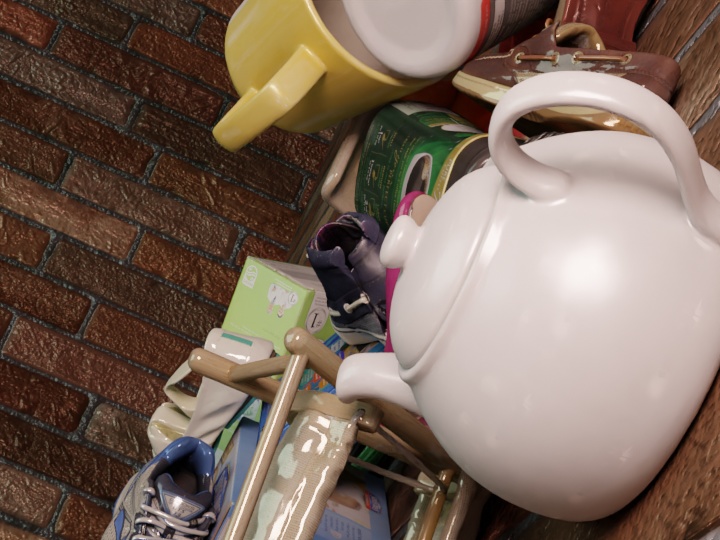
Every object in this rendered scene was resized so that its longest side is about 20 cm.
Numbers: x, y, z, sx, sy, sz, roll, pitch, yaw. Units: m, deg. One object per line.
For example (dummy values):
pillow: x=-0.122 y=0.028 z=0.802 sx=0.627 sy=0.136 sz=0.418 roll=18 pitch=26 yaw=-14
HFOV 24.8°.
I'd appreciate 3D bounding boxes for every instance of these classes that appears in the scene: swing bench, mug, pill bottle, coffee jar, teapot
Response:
swing bench: x=-0.023 y=0.168 z=0.914 sx=0.130 sy=0.200 sz=0.199 roll=-13 pitch=52 yaw=55
mug: x=-0.039 y=-0.173 z=1.209 sx=0.153 sy=0.186 sz=0.150 roll=-28 pitch=77 yaw=49
pill bottle: x=0.088 y=-0.220 z=1.148 sx=0.200 sy=0.116 sz=0.116 roll=-34 pitch=-17 yaw=-41
coffee jar: x=0.069 y=-0.052 z=1.124 sx=0.200 sy=0.085 sz=0.105 roll=-143 pitch=64 yaw=-65
teapot: x=0.080 y=0.010 z=0.764 sx=0.197 sy=0.146 sz=0.201 roll=-116 pitch=51 yaw=-81

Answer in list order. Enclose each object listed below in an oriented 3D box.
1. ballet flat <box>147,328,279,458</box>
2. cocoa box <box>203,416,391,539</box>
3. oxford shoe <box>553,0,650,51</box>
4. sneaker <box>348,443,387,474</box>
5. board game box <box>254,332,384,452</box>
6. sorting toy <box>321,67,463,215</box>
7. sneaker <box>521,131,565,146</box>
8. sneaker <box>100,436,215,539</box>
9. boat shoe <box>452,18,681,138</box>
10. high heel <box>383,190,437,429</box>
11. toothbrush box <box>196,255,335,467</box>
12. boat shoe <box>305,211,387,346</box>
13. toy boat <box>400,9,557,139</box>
ballet flat: x=-0.128 y=0.112 z=1.274 sx=0.200 sy=0.069 sz=0.070 roll=-57 pitch=11 yaw=40
cocoa box: x=-0.061 y=0.216 z=1.214 sx=0.132 sy=0.133 sz=0.200 roll=-64 pitch=7 yaw=10
oxford shoe: x=0.164 y=-0.187 z=1.130 sx=0.075 sy=0.070 sz=0.201 roll=128 pitch=165 yaw=-73
sneaker: x=0.004 y=0.092 z=1.358 sx=0.078 sy=0.085 sz=0.201 roll=-95 pitch=29 yaw=-77
board game box: x=0.013 y=0.065 z=1.215 sx=0.200 sy=0.045 sz=0.152 roll=-40 pitch=10 yaw=8
sorting toy: x=0.061 y=-0.099 z=1.343 sx=0.036 sy=0.200 sz=0.186 roll=12 pitch=72 yaw=39
sneaker: x=0.104 y=0.015 z=0.984 sx=0.093 sy=0.070 sz=0.200 roll=-6 pitch=-65 yaw=-69
sneaker: x=-0.142 y=0.182 z=1.108 sx=0.085 sy=0.077 sz=0.200 roll=-54 pitch=15 yaw=29
boat shoe: x=0.129 y=-0.119 z=1.022 sx=0.072 sy=0.072 sz=0.200 roll=-61 pitch=26 yaw=-2
high heel: x=0.019 y=0.036 z=1.020 sx=0.067 sy=0.096 sz=0.201 roll=-33 pitch=-53 yaw=-41
toothbrush box: x=-0.056 y=0.101 z=1.411 sx=0.086 sy=0.145 sz=0.201 roll=26 pitch=101 yaw=40
boat shoe: x=0.000 y=0.000 z=1.150 sx=0.075 sy=0.093 sz=0.200 roll=-42 pitch=12 yaw=-11
toy boat: x=0.089 y=-0.133 z=1.269 sx=0.131 sy=0.130 sz=0.201 roll=-104 pitch=38 yaw=-79
